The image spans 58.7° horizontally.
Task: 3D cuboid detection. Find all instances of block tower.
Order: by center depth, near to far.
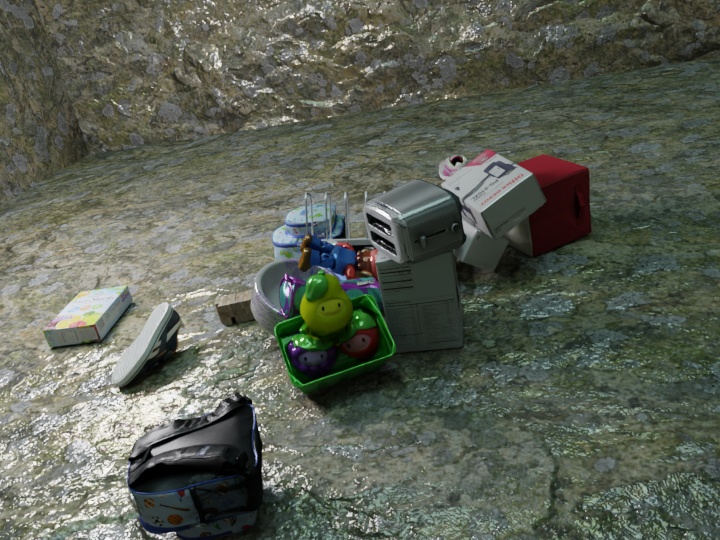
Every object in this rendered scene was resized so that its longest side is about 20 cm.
[{"bbox_3d":[-0.237,0.076,1.498,0.196,0.059,0.054,-14,25,0],"label":"block tower"}]

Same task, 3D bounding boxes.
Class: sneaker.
[{"bbox_3d":[-0.446,0.173,1.376,0.078,0.080,0.202,3,53,41],"label":"sneaker"},{"bbox_3d":[0.311,-0.338,2.079,0.080,0.090,0.200,-17,25,-12],"label":"sneaker"}]

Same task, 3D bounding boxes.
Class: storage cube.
[{"bbox_3d":[0.433,-0.162,1.566,0.177,0.173,0.200,-21,27,-17],"label":"storage cube"}]

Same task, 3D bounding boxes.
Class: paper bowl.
[{"bbox_3d":[-0.132,0.075,1.349,0.197,0.106,0.202,12,35,-8],"label":"paper bowl"}]

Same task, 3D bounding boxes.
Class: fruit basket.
[{"bbox_3d":[-0.050,0.108,1.147,0.212,0.217,0.157,-17,57,-12],"label":"fruit basket"}]

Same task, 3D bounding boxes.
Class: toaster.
[{"bbox_3d":[0.090,-0.091,1.160,0.128,0.115,0.200,-23,29,-18],"label":"toaster"}]

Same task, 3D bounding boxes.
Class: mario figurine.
[{"bbox_3d":[-0.036,-0.003,1.359,0.197,0.126,0.106,16,-10,-13],"label":"mario figurine"}]

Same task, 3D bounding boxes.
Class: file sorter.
[{"bbox_3d":[-0.030,-0.122,1.511,0.196,0.127,0.139,-1,4,1],"label":"file sorter"}]

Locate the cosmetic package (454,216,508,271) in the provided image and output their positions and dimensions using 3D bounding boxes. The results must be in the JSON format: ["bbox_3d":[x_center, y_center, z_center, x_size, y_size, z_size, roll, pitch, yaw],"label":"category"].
[{"bbox_3d":[0.245,-0.086,1.520,0.106,0.086,0.200,17,19,-30],"label":"cosmetic package"}]

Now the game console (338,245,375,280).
[{"bbox_3d":[0.000,0.000,1.516,0.169,0.121,0.199,-4,5,-37],"label":"game console"}]

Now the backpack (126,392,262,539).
[{"bbox_3d":[-0.237,0.294,0.933,0.187,0.157,0.200,-6,18,-8],"label":"backpack"}]

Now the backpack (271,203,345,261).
[{"bbox_3d":[-0.135,-0.089,1.690,0.196,0.149,0.184,-11,22,8],"label":"backpack"}]

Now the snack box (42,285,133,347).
[{"bbox_3d":[-0.684,0.112,1.617,0.140,0.054,0.201,-7,25,8],"label":"snack box"}]

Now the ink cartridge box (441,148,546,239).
[{"bbox_3d":[0.293,-0.174,1.428,0.144,0.085,0.200,-36,32,-1],"label":"ink cartridge box"}]

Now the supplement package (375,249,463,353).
[{"bbox_3d":[0.122,0.023,1.279,0.144,0.203,0.192,-7,26,10],"label":"supplement package"}]

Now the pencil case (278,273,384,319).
[{"bbox_3d":[-0.056,0.051,1.244,0.197,0.093,0.086,0,39,-21],"label":"pencil case"}]
